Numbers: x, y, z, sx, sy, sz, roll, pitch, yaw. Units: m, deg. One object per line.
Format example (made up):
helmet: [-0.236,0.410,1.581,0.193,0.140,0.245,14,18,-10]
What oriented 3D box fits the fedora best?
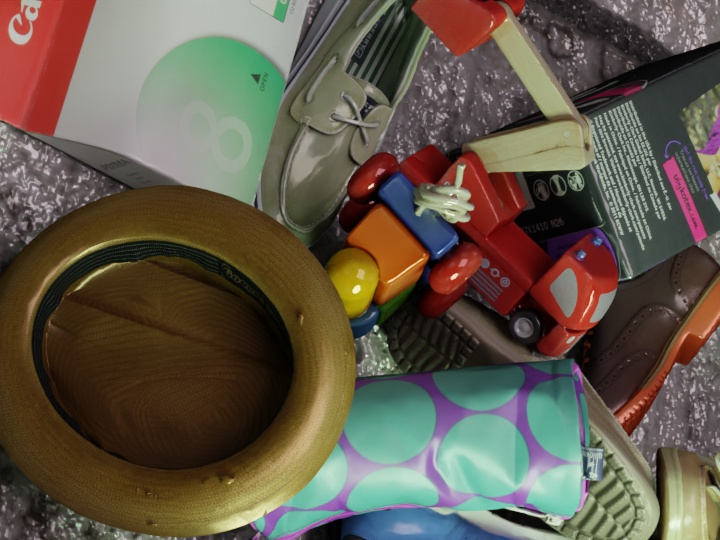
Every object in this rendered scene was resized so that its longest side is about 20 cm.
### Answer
fedora: [-0.100,0.054,1.256,0.200,0.082,0.201,0,70,1]

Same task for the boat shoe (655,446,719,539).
boat shoe: [0.218,0.149,1.462,0.200,0.062,0.074,36,54,-72]

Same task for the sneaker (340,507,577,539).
sneaker: [0.070,0.198,1.391,0.200,0.077,0.111,29,59,-26]

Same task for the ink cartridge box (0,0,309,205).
ink cartridge box: [-0.129,-0.137,1.320,0.200,0.050,0.161,29,65,-33]

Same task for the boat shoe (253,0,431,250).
boat shoe: [-0.014,-0.097,1.391,0.072,0.062,0.200,34,64,-28]

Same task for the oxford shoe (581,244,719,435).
oxford shoe: [0.162,0.058,1.511,0.072,0.071,0.200,39,61,9]

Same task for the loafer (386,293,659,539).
loafer: [0.106,0.081,1.411,0.200,0.076,0.068,46,33,9]

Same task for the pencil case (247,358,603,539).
pencil case: [0.031,0.102,1.318,0.199,0.085,0.093,-4,91,-1]

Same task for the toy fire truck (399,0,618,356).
toy fire truck: [0.088,-0.063,1.383,0.200,0.141,0.049,44,30,7]

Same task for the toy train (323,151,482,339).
toy train: [0.000,0.000,1.296,0.116,0.200,0.085,-42,84,-11]

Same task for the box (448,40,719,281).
box: [0.175,-0.068,1.494,0.200,0.122,0.106,-25,98,-38]
